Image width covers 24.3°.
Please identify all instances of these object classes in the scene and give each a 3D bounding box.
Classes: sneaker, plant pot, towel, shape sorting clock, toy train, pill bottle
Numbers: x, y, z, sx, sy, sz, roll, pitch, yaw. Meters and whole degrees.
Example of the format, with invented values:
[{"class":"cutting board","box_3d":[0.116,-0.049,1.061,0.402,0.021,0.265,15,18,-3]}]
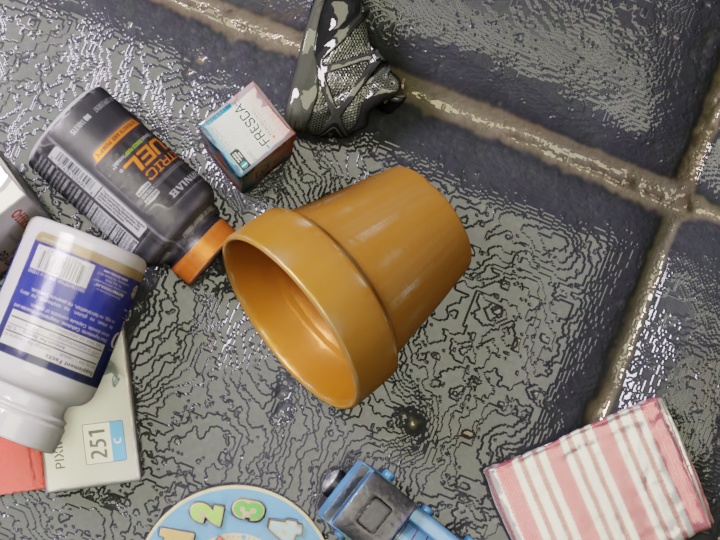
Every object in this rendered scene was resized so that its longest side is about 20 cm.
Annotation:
[{"class":"sneaker","box_3d":[-0.003,-0.226,1.669,0.114,0.076,0.200,12,89,-5]},{"class":"plant pot","box_3d":[0.000,0.000,1.608,0.183,0.200,0.200,-36,90,-20]},{"class":"towel","box_3d":[0.240,0.228,1.687,0.200,0.030,0.147,-23,89,-3]},{"class":"shape sorting clock","box_3d":[-0.124,0.311,1.646,0.200,0.039,0.200,0,87,-4]},{"class":"toy train","box_3d":[0.046,0.264,1.624,0.200,0.114,0.087,39,85,-1]},{"class":"pill bottle","box_3d":[-0.290,0.062,1.563,0.120,0.120,0.200,22,85,-3]},{"class":"pill bottle","box_3d":[-0.216,-0.076,1.628,0.200,0.106,0.106,42,85,-2]}]

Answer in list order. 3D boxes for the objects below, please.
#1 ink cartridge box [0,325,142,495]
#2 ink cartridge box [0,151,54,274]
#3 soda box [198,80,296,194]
[{"class":"ink cartridge box","box_3d":[-0.312,0.118,1.641,0.176,0.045,0.200,-7,87,-6]},{"class":"ink cartridge box","box_3d":[-0.399,-0.024,1.585,0.200,0.147,0.083,-39,80,-5]},{"class":"soda box","box_3d":[-0.107,-0.123,1.591,0.068,0.200,0.064,-39,90,-4]}]
